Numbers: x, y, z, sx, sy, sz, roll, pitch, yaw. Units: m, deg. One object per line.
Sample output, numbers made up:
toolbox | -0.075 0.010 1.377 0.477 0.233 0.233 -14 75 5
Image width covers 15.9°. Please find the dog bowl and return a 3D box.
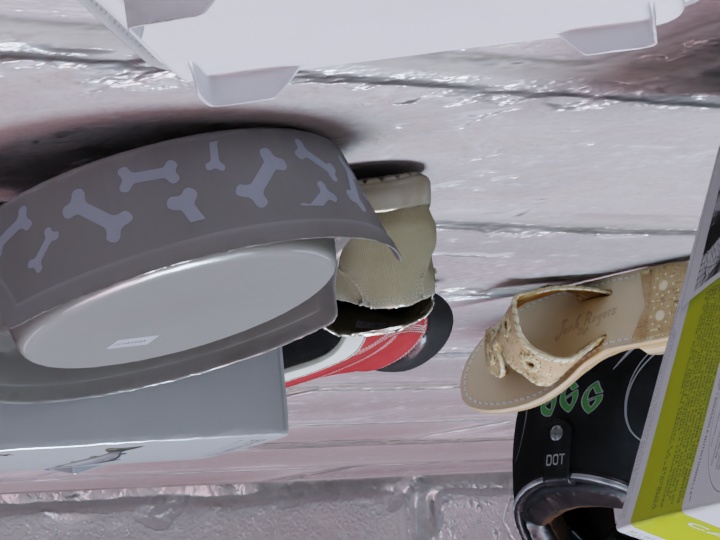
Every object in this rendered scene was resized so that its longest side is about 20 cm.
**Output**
dog bowl | -0.084 -0.002 1.122 0.200 0.059 0.200 -15 165 -4

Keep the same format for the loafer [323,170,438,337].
loafer | 0.000 0.000 1.274 0.076 0.068 0.200 -5 172 -2

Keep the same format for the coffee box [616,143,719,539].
coffee box | 0.242 0.035 1.009 0.199 0.200 0.198 20 167 -8

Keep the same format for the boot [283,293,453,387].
boot | -0.047 0.051 1.605 0.200 0.073 0.144 -15 170 32

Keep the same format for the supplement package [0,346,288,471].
supplement package | -0.151 0.036 1.254 0.200 0.117 0.117 -2 170 -26

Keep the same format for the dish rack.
dish rack | 0.012 -0.089 0.763 0.200 0.044 0.172 -7 171 7

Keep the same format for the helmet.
helmet | 0.206 0.122 1.830 0.200 0.191 0.200 17 144 13

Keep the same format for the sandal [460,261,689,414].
sandal | 0.127 0.030 1.628 0.212 0.078 0.070 -19 145 38

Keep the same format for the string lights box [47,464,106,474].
string lights box | -0.183 0.071 1.484 0.103 0.059 0.200 -16 -168 -38
